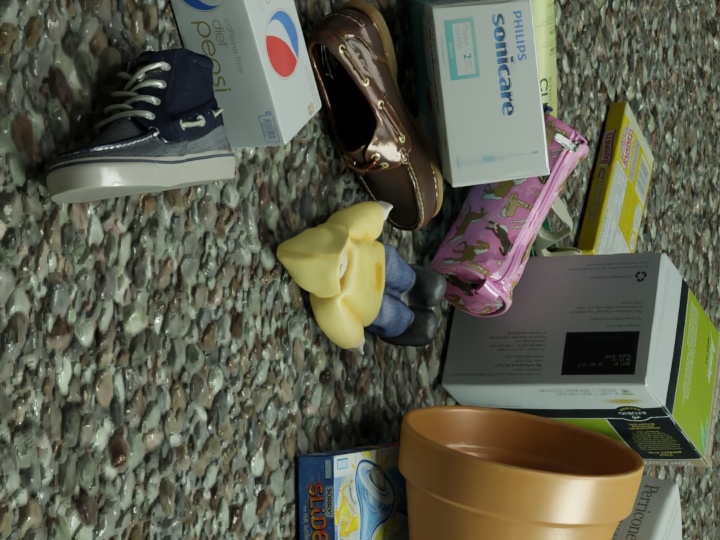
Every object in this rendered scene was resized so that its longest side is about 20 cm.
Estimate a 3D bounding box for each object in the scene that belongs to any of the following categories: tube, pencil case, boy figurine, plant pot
[{"bbox_3d":[0.170,-0.176,1.959,0.058,0.052,0.202,-12,108,-21],"label":"tube"},{"bbox_3d":[0.132,-0.052,1.800,0.201,0.082,0.087,-60,173,-26],"label":"pencil case"},{"bbox_3d":[0.000,0.000,1.608,0.200,0.064,0.125,33,69,-60],"label":"boy figurine"},{"bbox_3d":[0.120,0.203,1.634,0.200,0.199,0.141,-9,111,-62],"label":"plant pot"}]

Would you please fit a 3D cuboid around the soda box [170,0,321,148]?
[{"bbox_3d":[-0.090,-0.191,1.444,0.068,0.063,0.201,-49,132,-51],"label":"soda box"}]

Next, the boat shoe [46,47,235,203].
[{"bbox_3d":[-0.150,-0.098,1.331,0.200,0.074,0.094,-15,95,-69],"label":"boat shoe"}]

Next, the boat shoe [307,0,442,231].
[{"bbox_3d":[0.006,-0.114,1.624,0.070,0.070,0.201,-49,125,-46],"label":"boat shoe"}]

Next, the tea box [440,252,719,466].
[{"bbox_3d":[0.209,0.086,1.856,0.197,0.199,0.135,48,47,-52],"label":"tea box"}]

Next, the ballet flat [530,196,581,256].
[{"bbox_3d":[0.173,-0.022,1.930,0.068,0.070,0.201,-62,141,-43],"label":"ballet flat"}]

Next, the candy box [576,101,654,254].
[{"bbox_3d":[0.276,-0.072,2.175,0.102,0.026,0.201,53,43,-44],"label":"candy box"}]

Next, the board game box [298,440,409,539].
[{"bbox_3d":[0.012,0.211,1.650,0.200,0.034,0.137,0,89,-63],"label":"board game box"}]

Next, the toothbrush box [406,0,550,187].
[{"bbox_3d":[0.095,-0.157,1.679,0.200,0.085,0.148,-119,-159,-78],"label":"toothbrush box"}]

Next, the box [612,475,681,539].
[{"bbox_3d":[0.184,0.308,1.798,0.199,0.170,0.201,-61,152,-44],"label":"box"}]
